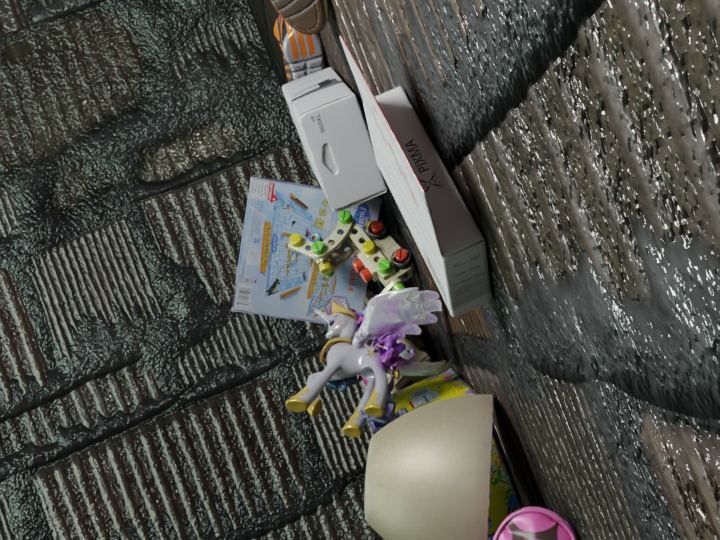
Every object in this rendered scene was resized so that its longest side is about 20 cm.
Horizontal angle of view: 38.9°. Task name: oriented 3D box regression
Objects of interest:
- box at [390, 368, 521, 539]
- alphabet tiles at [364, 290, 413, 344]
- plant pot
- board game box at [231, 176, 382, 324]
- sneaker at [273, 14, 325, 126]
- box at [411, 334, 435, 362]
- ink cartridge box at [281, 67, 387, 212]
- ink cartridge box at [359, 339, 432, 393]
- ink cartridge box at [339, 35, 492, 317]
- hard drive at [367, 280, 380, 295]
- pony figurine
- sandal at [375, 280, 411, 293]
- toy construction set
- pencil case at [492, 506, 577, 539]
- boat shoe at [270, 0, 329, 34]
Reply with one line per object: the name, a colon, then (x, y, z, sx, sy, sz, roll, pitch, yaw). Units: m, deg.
box: (0.118, 0.257, 1.337, 0.200, 0.121, 0.195, -134, 21, -82)
alphabet tiles: (0.055, 0.114, 1.617, 0.195, 0.015, 0.201, 43, 163, 33)
plant pot: (0.075, 0.233, 1.122, 0.200, 0.133, 0.203, 4, -90, -84)
board game box: (-0.081, -0.026, 1.520, 0.041, 0.197, 0.203, -118, 38, -79)
sneaker: (-0.086, -0.317, 1.587, 0.113, 0.077, 0.201, -109, 11, -46)
box: (0.085, 0.115, 1.755, 0.111, 0.034, 0.201, 73, 175, -50)
ink cartridge box: (-0.038, -0.185, 1.413, 0.200, 0.083, 0.146, -116, 5, -67)
ink cartridge box: (0.061, 0.174, 1.564, 0.200, 0.075, 0.166, 32, 156, 57)
ink cartridge box: (0.050, -0.087, 0.883, 0.177, 0.044, 0.201, 72, 175, -54)
hard drive: (0.003, -0.053, 1.647, 0.140, 0.037, 0.201, -84, -20, -52)
pony figurine: (0.013, 0.112, 1.301, 0.201, 0.191, 0.168, -73, -21, -45)
sandal: (0.061, 0.033, 1.606, 0.076, 0.048, 0.201, 65, -174, 29)
toy construction set: (0.000, 0.000, 1.431, 0.201, 0.130, 0.092, 55, 169, 19)
pencil case: (0.164, 0.292, 1.013, 0.091, 0.093, 0.200, 52, 171, 22)
boat shoe: (-0.086, -0.386, 1.220, 0.204, 0.074, 0.075, 63, -144, -31)
